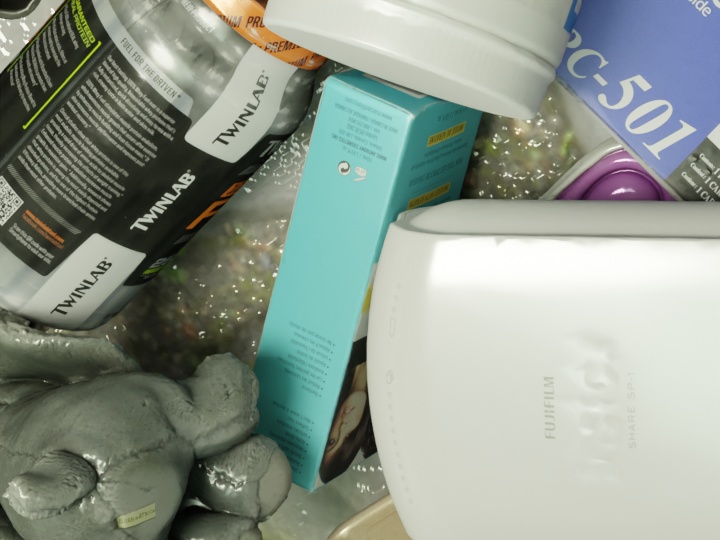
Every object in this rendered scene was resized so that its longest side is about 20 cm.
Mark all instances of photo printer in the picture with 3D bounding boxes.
[{"bbox_3d":[0.101,0.049,1.006,0.199,0.069,0.167,2,107,16],"label":"photo printer"}]

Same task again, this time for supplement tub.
[{"bbox_3d":[-0.107,-0.075,1.067,0.123,0.123,0.200,45,114,-2],"label":"supplement tub"},{"bbox_3d":[0.048,-0.179,0.957,0.131,0.132,0.201,19,91,9],"label":"supplement tub"}]

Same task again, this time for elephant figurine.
[{"bbox_3d":[-0.143,0.088,1.063,0.199,0.141,0.156,18,139,41],"label":"elephant figurine"}]

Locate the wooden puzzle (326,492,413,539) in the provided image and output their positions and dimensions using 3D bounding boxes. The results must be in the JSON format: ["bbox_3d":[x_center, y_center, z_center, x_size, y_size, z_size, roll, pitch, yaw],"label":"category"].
[{"bbox_3d":[0.110,0.148,1.112,0.200,0.046,0.185,-35,106,17],"label":"wooden puzzle"}]

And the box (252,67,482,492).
[{"bbox_3d":[0.000,0.000,1.075,0.049,0.082,0.201,25,116,23],"label":"box"}]

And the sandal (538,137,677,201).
[{"bbox_3d":[0.084,0.019,1.084,0.082,0.050,0.203,33,112,3],"label":"sandal"}]

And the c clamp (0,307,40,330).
[{"bbox_3d":[-0.207,-0.005,1.118,0.027,0.171,0.201,-9,119,21],"label":"c clamp"}]

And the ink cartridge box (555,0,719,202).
[{"bbox_3d":[0.175,-0.067,1.022,0.200,0.044,0.094,44,95,-1],"label":"ink cartridge box"}]

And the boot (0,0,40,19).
[{"bbox_3d":[-0.222,-0.177,1.061,0.199,0.131,0.068,18,111,9],"label":"boot"}]
